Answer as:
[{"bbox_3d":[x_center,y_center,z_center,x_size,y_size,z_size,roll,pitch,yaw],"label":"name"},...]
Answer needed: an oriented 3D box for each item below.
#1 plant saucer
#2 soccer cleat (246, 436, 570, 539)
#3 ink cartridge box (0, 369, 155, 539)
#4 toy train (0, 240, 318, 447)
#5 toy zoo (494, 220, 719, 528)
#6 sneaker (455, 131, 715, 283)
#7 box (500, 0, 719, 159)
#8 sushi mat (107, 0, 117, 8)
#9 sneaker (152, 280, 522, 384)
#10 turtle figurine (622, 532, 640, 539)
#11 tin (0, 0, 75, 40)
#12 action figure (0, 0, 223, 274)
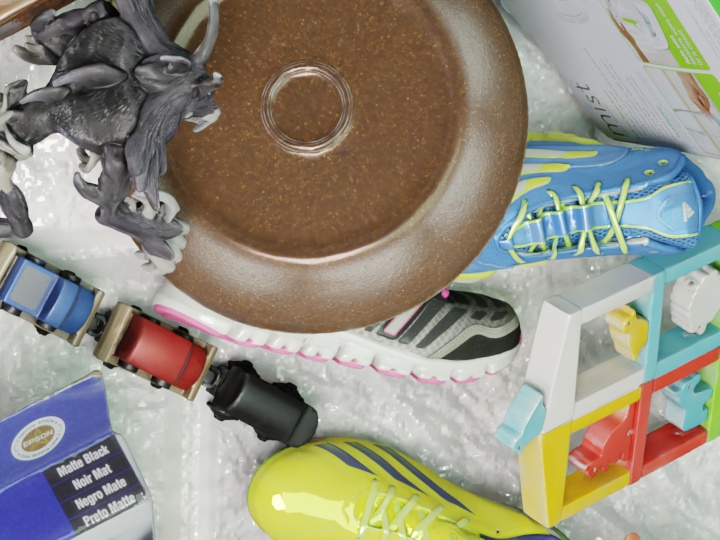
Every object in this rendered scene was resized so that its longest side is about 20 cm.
[{"bbox_3d":[-0.023,-0.072,1.139,0.200,0.037,0.201,0,84,3],"label":"plant saucer"},{"bbox_3d":[0.036,0.134,1.267,0.200,0.084,0.065,22,91,-30],"label":"soccer cleat"},{"bbox_3d":[-0.184,0.155,1.126,0.199,0.041,0.200,-27,148,-18],"label":"ink cartridge box"},{"bbox_3d":[-0.101,0.038,1.195,0.200,0.046,0.034,28,89,-29],"label":"toy train"},{"bbox_3d":[0.144,0.052,1.290,0.200,0.020,0.131,-23,130,-35],"label":"toy zoo"},{"bbox_3d":[0.101,-0.037,1.212,0.200,0.105,0.076,-10,96,-52],"label":"sneaker"},{"bbox_3d":[0.146,-0.152,1.198,0.097,0.176,0.200,-46,117,-15],"label":"box"},{"bbox_3d":[-0.029,-0.117,1.212,0.200,0.012,0.096,25,91,-29],"label":"sushi mat"},{"bbox_3d":[0.000,0.000,1.221,0.200,0.074,0.088,11,97,-28],"label":"sneaker"},{"bbox_3d":[0.188,0.199,1.349,0.161,0.064,0.200,-24,132,-28],"label":"turtle figurine"},{"bbox_3d":[-0.117,-0.146,1.097,0.200,0.112,0.042,-30,99,-10],"label":"tin"},{"bbox_3d":[-0.122,-0.059,1.084,0.102,0.200,0.119,17,59,-56],"label":"action figure"}]
